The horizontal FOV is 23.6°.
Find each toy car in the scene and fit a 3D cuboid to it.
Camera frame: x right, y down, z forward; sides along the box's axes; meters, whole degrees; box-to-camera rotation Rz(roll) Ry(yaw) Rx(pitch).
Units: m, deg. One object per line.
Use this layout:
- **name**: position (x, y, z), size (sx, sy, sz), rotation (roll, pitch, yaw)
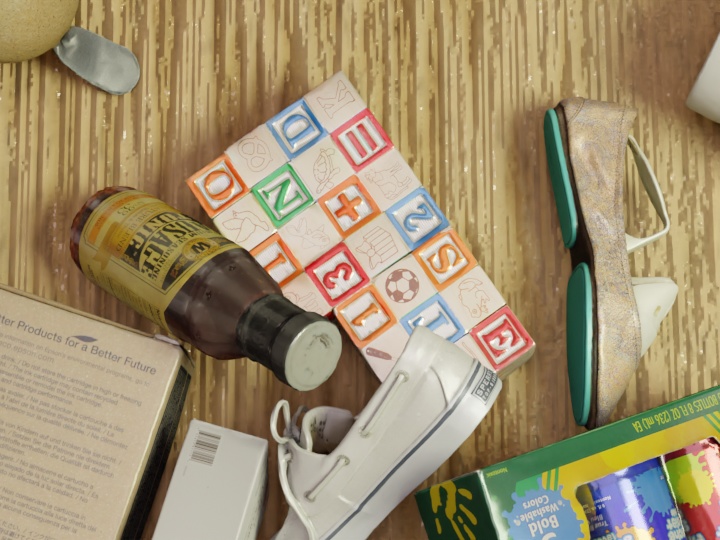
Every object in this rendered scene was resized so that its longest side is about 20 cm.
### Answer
- **toy car**: position (-0.231, -0.170, 1.049), size (0.198, 0.157, 0.166), rotation (2, 82, -26)

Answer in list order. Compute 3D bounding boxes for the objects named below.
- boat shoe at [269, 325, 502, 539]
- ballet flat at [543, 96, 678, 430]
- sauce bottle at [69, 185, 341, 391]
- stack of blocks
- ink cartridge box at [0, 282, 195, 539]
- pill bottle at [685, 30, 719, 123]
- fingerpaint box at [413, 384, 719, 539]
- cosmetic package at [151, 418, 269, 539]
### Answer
- **boat shoe**: position (-0.015, 0.102, 0.952), size (0.086, 0.075, 0.202), rotation (40, 123, -4)
- **ballet flat**: position (0.151, -0.007, 1.010), size (0.066, 0.068, 0.203), rotation (-3, 81, -4)
- **sauce bottle**: position (-0.088, 0.010, 0.972), size (0.199, 0.066, 0.066), rotation (26, 80, 41)
- **stack of blocks**: position (0.000, 0.000, 1.019), size (0.115, 0.059, 0.201), rotation (-35, 80, -3)
- **ink cartridge box**: position (-0.215, 0.095, 1.004), size (0.198, 0.075, 0.166), rotation (18, 79, 7)
- **pill bottle**: position (0.297, -0.095, 0.994), size (0.198, 0.113, 0.114), rotation (27, 82, 8)
- **fingerpaint box**: position (0.150, 0.165, 0.924), size (0.198, 0.073, 0.169), rotation (-14, 81, -30)
- **cosmetic package**: position (-0.098, 0.193, 0.949), size (0.050, 0.083, 0.202), rotation (15, 64, 3)
